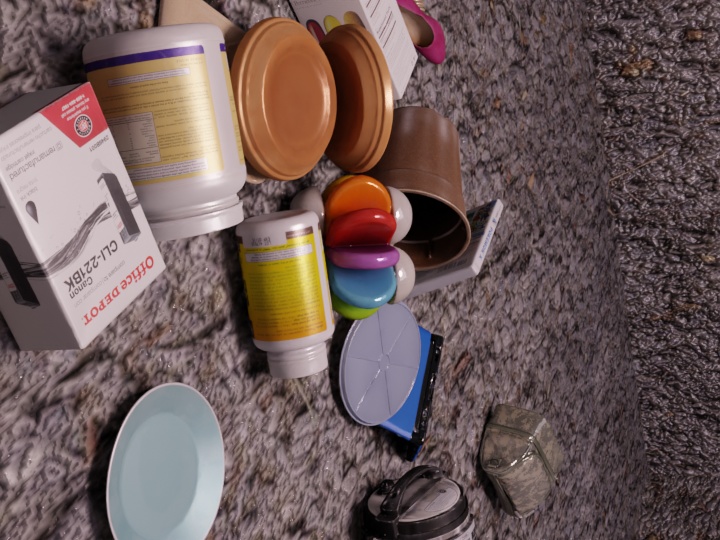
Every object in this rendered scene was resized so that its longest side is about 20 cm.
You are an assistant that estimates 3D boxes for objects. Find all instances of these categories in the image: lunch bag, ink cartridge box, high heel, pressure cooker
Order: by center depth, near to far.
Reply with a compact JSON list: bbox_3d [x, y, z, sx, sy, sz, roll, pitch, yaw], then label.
[{"bbox_3d":[-0.279,-0.048,0.827,0.145,0.082,0.203,-54,135,-50],"label":"ink cartridge box"},{"bbox_3d":[0.090,0.412,1.412,0.176,0.176,0.204,-129,-150,-78],"label":"pressure cooker"},{"bbox_3d":[0.093,-0.429,1.593,0.201,0.066,0.097,59,33,-37],"label":"high heel"},{"bbox_3d":[0.338,0.415,1.942,0.169,0.138,0.201,-54,136,-27],"label":"lunch bag"}]

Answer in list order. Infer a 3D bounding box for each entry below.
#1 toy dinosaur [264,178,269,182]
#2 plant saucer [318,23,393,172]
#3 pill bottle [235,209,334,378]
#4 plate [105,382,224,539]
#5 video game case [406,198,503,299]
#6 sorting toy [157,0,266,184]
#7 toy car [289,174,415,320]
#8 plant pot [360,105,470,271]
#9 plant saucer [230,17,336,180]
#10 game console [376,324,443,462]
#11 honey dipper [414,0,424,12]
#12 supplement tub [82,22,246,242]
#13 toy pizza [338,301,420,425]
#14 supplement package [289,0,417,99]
[{"bbox_3d":[-0.096,-0.216,1.219,0.088,0.047,0.204,-5,101,-80],"label":"toy dinosaur"},{"bbox_3d":[-0.024,-0.235,1.247,0.037,0.199,0.204,-11,99,-31],"label":"plant saucer"},{"bbox_3d":[-0.093,0.030,1.154,0.109,0.108,0.204,-26,110,-60],"label":"pill bottle"},{"bbox_3d":[-0.216,0.225,0.990,0.199,0.025,0.204,7,82,-62],"label":"plate"},{"bbox_3d":[0.134,-0.029,1.508,0.022,0.198,0.183,50,42,-22],"label":"video game case"},{"bbox_3d":[-0.178,-0.218,1.097,0.199,0.036,0.189,20,70,-56],"label":"sorting toy"},{"bbox_3d":[-0.001,-0.032,1.238,0.172,0.150,0.204,-3,91,-18],"label":"toy car"},{"bbox_3d":[0.079,-0.138,1.436,0.201,0.197,0.201,54,33,-46],"label":"plant pot"},{"bbox_3d":[-0.088,-0.215,1.139,0.199,0.037,0.204,-11,103,-57],"label":"plant saucer"},{"bbox_3d":[0.068,0.200,1.551,0.171,0.116,0.203,102,3,-61],"label":"game console"},{"bbox_3d":[0.088,-0.569,1.641,0.038,0.037,0.204,-8,91,-62],"label":"honey dipper"},{"bbox_3d":[-0.196,-0.141,0.930,0.145,0.143,0.204,-28,113,-60],"label":"supplement tub"},{"bbox_3d":[0.026,0.141,1.419,0.199,0.031,0.204,-14,108,-48],"label":"toy pizza"},{"bbox_3d":[-0.008,-0.362,1.349,0.201,0.112,0.110,61,37,-39],"label":"supplement package"}]
